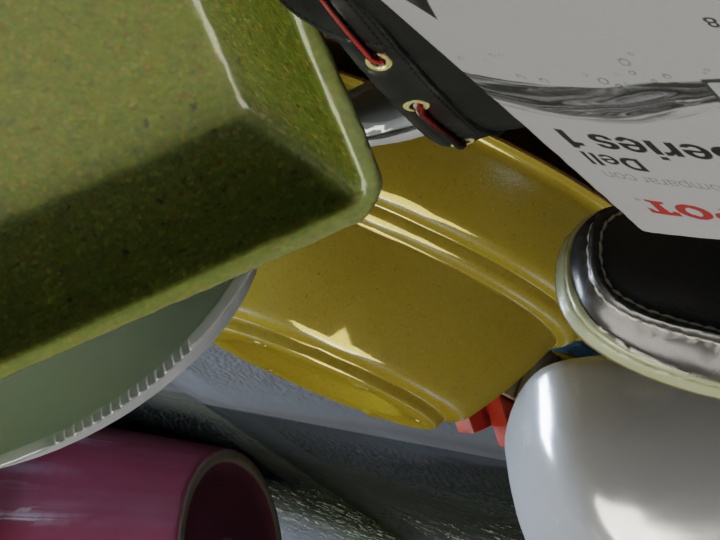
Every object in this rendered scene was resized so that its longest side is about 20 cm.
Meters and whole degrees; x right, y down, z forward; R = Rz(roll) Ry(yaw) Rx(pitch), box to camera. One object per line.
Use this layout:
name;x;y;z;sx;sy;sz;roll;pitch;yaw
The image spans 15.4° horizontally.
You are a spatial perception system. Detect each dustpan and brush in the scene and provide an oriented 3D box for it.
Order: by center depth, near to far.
dustpan and brush;-0.051;-0.027;0.811;0.199;0.140;0.057;-14;160;3

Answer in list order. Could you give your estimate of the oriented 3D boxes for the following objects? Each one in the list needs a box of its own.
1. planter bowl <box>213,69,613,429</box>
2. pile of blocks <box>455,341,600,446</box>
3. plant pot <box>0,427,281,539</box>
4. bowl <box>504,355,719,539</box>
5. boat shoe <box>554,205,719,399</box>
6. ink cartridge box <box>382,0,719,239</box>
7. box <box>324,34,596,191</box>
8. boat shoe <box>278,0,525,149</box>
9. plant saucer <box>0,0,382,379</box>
planter bowl;0.000;0.000;0.909;0.200;0.084;0.200;22;170;4
pile of blocks;0.042;0.029;1.063;0.199;0.062;0.082;19;165;5
plant pot;-0.153;0.175;1.603;0.178;0.201;0.200;-7;153;27
bowl;0.154;0.090;1.000;0.199;0.075;0.200;2;162;1
boat shoe;0.161;0.002;0.798;0.200;0.072;0.066;9;151;-7
ink cartridge box;0.084;-0.080;0.600;0.146;0.085;0.200;7;159;42
box;0.019;-0.071;0.826;0.200;0.021;0.163;26;165;-20
boat shoe;-0.006;-0.093;0.667;0.063;0.074;0.201;-21;142;29
plant saucer;-0.118;-0.064;0.730;0.048;0.199;0.200;-114;0;-53
